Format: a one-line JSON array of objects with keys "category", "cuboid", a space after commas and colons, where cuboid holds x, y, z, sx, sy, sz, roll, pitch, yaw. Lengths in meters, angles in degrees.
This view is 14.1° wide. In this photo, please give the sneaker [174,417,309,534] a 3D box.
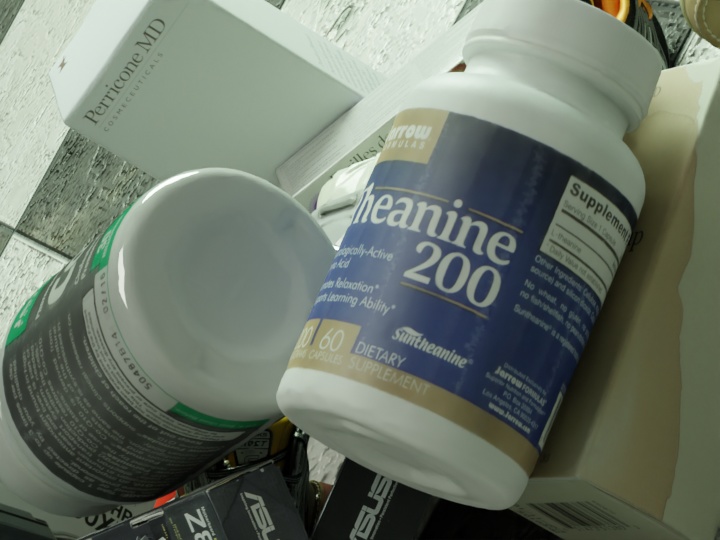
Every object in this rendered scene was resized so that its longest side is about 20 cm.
[{"category": "sneaker", "cuboid": [-0.060, 0.110, 1.396, 0.082, 0.077, 0.201, 102, 166, -60]}]

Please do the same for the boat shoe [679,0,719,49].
[{"category": "boat shoe", "cuboid": [0.221, -0.154, 1.289, 0.200, 0.072, 0.065, -36, 33, 31]}]

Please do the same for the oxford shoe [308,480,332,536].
[{"category": "oxford shoe", "cuboid": [-0.068, 0.186, 1.443, 0.070, 0.075, 0.201, -35, 34, 53]}]

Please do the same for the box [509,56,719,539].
[{"category": "box", "cuboid": [0.129, 0.017, 1.262, 0.095, 0.078, 0.201, -12, 53, 58]}]

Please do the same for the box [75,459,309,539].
[{"category": "box", "cuboid": [-0.060, 0.201, 1.308, 0.161, 0.049, 0.201, -27, 85, 51]}]

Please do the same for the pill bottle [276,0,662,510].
[{"category": "pill bottle", "cuboid": [0.052, -0.012, 1.212, 0.111, 0.111, 0.201, 0, 63, 61]}]

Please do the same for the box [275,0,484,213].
[{"category": "box", "cuboid": [0.045, -0.093, 1.521, 0.200, 0.039, 0.041, -39, 28, 7]}]

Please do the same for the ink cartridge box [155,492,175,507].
[{"category": "ink cartridge box", "cuboid": [-0.147, 0.161, 1.650, 0.162, 0.050, 0.201, -32, 40, 44]}]

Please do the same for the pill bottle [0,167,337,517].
[{"category": "pill bottle", "cuboid": [-0.096, 0.040, 1.311, 0.200, 0.113, 0.114, -37, 33, 55]}]

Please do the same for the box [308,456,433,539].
[{"category": "box", "cuboid": [0.036, 0.043, 1.352, 0.160, 0.044, 0.201, 60, -126, -87]}]

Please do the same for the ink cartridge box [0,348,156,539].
[{"category": "ink cartridge box", "cuboid": [-0.205, 0.155, 1.548, 0.084, 0.144, 0.201, -16, 48, 51]}]

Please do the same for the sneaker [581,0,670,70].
[{"category": "sneaker", "cuboid": [0.107, -0.110, 1.367, 0.200, 0.078, 0.078, -42, -29, -68]}]

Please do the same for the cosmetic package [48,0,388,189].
[{"category": "cosmetic package", "cuboid": [-0.057, -0.083, 1.566, 0.102, 0.199, 0.071, -53, 26, 15]}]

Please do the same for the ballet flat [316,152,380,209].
[{"category": "ballet flat", "cuboid": [-0.003, -0.011, 1.485, 0.200, 0.069, 0.070, 120, 162, -45]}]

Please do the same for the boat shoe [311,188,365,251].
[{"category": "boat shoe", "cuboid": [0.000, 0.000, 1.384, 0.066, 0.073, 0.200, -64, 9, -9]}]
